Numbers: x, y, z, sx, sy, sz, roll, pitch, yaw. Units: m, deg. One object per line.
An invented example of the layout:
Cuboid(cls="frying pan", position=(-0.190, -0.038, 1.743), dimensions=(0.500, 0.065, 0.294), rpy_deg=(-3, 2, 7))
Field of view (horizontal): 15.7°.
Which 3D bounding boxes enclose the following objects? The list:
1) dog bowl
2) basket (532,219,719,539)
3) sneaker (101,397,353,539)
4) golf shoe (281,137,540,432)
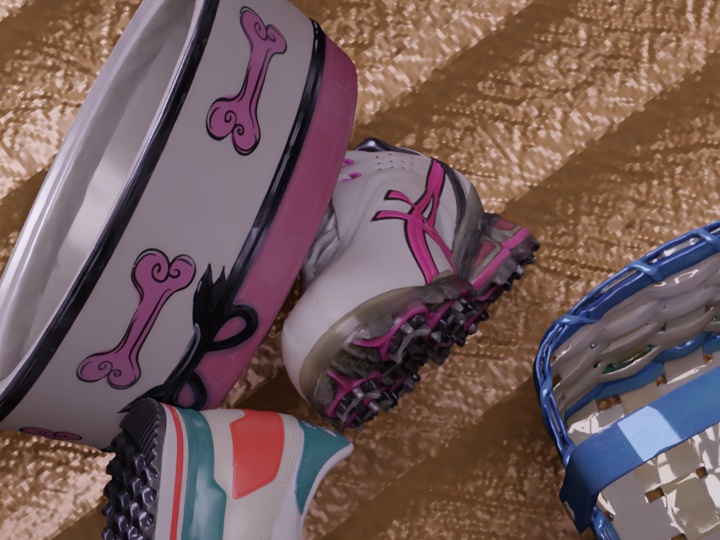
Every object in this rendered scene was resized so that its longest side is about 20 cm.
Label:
Cuboid(cls="dog bowl", position=(-0.070, -0.020, 0.967), dimensions=(0.073, 0.200, 0.201), rpy_deg=(27, 77, -15))
Cuboid(cls="basket", position=(0.146, 0.049, 0.956), dimensions=(0.175, 0.200, 0.140), rpy_deg=(-25, 81, -10))
Cuboid(cls="sneaker", position=(-0.042, 0.144, 0.910), dimensions=(0.093, 0.070, 0.201), rpy_deg=(1, 96, -21))
Cuboid(cls="golf shoe", position=(0.000, 0.000, 0.971), dimensions=(0.092, 0.200, 0.073), rpy_deg=(42, 108, 4))
